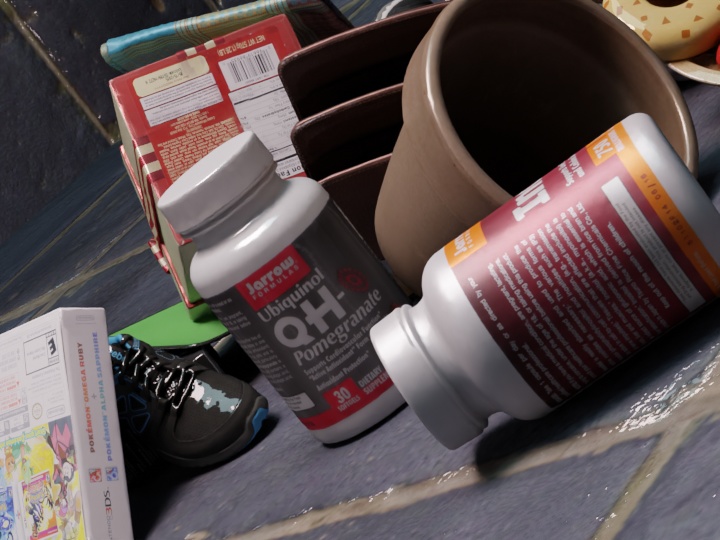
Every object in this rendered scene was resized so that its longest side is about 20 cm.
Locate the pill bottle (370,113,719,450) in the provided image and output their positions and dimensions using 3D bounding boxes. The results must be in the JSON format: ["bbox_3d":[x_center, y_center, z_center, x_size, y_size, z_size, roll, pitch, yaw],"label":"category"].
[{"bbox_3d":[0.109,0.011,1.189,0.200,0.113,0.113,-35,13,9],"label":"pill bottle"}]

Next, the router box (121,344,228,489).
[{"bbox_3d":[-0.185,0.117,1.758,0.157,0.052,0.200,-38,13,-1],"label":"router box"}]

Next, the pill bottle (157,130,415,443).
[{"bbox_3d":[-0.044,0.008,1.418,0.111,0.200,0.111,-36,13,10],"label":"pill bottle"}]

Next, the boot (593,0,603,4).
[{"bbox_3d":[0.160,-0.228,1.608,0.107,0.075,0.200,-33,5,33],"label":"boot"}]

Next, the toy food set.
[{"bbox_3d":[0.279,-0.209,1.452,0.200,0.049,0.198,22,68,39],"label":"toy food set"}]

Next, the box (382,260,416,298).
[{"bbox_3d":[0.000,0.000,1.650,0.200,0.060,0.117,-36,13,7],"label":"box"}]

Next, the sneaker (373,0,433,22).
[{"bbox_3d":[0.052,-0.171,1.763,0.087,0.076,0.200,-11,30,26],"label":"sneaker"}]

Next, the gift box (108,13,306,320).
[{"bbox_3d":[-0.099,-0.093,1.745,0.184,0.201,0.187,-17,-21,-7],"label":"gift box"}]

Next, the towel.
[{"bbox_3d":[-0.100,-0.182,1.778,0.199,0.022,0.147,-11,-20,19],"label":"towel"}]

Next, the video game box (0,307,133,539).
[{"bbox_3d":[-0.244,0.136,1.592,0.047,0.183,0.200,2,-13,-36],"label":"video game box"}]

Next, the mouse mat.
[{"bbox_3d":[-0.120,0.034,1.792,0.161,0.008,0.200,-4,15,45],"label":"mouse mat"}]

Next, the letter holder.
[{"bbox_3d":[0.050,-0.104,1.515,0.199,0.142,0.101,-15,38,11],"label":"letter holder"}]

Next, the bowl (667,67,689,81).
[{"bbox_3d":[0.256,-0.209,1.624,0.201,0.090,0.201,-35,13,9],"label":"bowl"}]

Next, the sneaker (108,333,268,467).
[{"bbox_3d":[-0.159,0.093,1.596,0.199,0.082,0.073,7,55,37],"label":"sneaker"}]

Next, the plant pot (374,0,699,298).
[{"bbox_3d":[0.095,-0.060,1.386,0.200,0.200,0.175,-48,-2,-41],"label":"plant pot"}]
